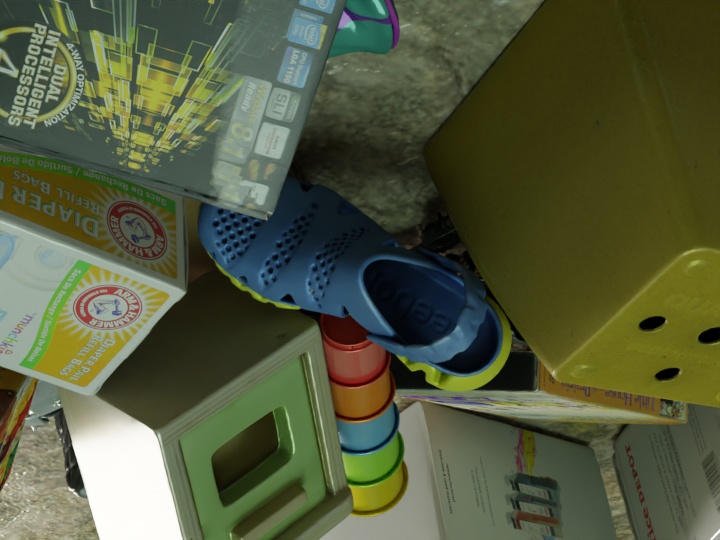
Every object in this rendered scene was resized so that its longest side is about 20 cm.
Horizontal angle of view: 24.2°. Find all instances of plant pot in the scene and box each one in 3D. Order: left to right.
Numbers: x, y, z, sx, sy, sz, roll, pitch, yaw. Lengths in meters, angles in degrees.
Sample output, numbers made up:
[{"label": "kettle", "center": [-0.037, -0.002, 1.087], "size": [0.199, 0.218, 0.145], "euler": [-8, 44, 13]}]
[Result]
[{"label": "plant pot", "center": [0.179, -0.035, 0.959], "size": [0.199, 0.177, 0.200], "euler": [11, 142, -27]}]

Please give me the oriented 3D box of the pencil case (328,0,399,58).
[{"label": "pencil case", "center": [-0.085, -0.138, 0.823], "size": [0.199, 0.085, 0.092], "euler": [-8, 159, -3]}]

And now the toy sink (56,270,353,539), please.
[{"label": "toy sink", "center": [-0.088, 0.127, 1.045], "size": [0.130, 0.112, 0.200], "euler": [-33, 130, -33]}]

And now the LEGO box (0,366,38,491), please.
[{"label": "LEGO box", "center": [-0.302, 0.069, 1.003], "size": [0.200, 0.077, 0.149], "euler": [24, 135, -3]}]

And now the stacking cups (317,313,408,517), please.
[{"label": "stacking cups", "center": [-0.005, 0.090, 1.088], "size": [0.060, 0.061, 0.200], "euler": [-10, 145, 0]}]

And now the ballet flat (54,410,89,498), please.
[{"label": "ballet flat", "center": [-0.187, 0.122, 1.150], "size": [0.066, 0.057, 0.200], "euler": [28, 171, -5]}]

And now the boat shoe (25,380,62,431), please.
[{"label": "boat shoe", "center": [-0.221, 0.075, 1.088], "size": [0.071, 0.070, 0.201], "euler": [33, 140, -29]}]

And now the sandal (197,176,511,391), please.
[{"label": "sandal", "center": [0.000, 0.000, 0.959], "size": [0.200, 0.080, 0.087], "euler": [24, 172, 0]}]

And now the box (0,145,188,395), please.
[{"label": "box", "center": [-0.205, -0.027, 0.916], "size": [0.200, 0.102, 0.112], "euler": [23, 130, -30]}]

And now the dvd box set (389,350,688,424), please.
[{"label": "dvd box set", "center": [0.117, 0.082, 1.165], "size": [0.146, 0.029, 0.200], "euler": [-2, 169, 40]}]

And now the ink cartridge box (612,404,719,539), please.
[{"label": "ink cartridge box", "center": [0.278, 0.148, 1.282], "size": [0.085, 0.146, 0.200], "euler": [2, 145, -19]}]

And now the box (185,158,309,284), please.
[{"label": "box", "center": [-0.123, -0.019, 1.046], "size": [0.199, 0.021, 0.164], "euler": [-15, 146, 9]}]

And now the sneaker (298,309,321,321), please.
[{"label": "sneaker", "center": [-0.090, 0.067, 1.140], "size": [0.091, 0.078, 0.200], "euler": [26, 130, -33]}]

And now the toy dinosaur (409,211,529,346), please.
[{"label": "toy dinosaur", "center": [0.049, 0.018, 1.083], "size": [0.200, 0.102, 0.136], "euler": [-16, 174, -43]}]

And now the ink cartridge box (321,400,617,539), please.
[{"label": "ink cartridge box", "center": [0.087, 0.214, 1.333], "size": [0.200, 0.145, 0.145], "euler": [19, 137, -36]}]

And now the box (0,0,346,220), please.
[{"label": "box", "center": [-0.086, -0.138, 0.751], "size": [0.161, 0.049, 0.200], "euler": [16, 110, -15]}]
